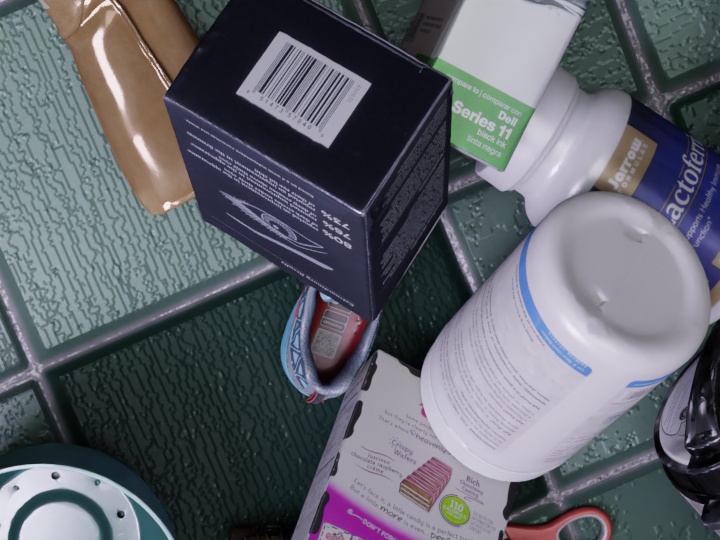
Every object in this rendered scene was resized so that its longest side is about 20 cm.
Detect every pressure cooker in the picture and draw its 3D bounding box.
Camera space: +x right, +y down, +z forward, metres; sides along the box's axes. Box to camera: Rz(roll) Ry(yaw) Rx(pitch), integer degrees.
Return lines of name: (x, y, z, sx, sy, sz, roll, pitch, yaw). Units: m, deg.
pressure cooker: (0.308, 0.118, 1.207, 0.178, 0.176, 0.200, -41, 109, 8)

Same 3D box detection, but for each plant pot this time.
plant pot: (-0.214, 0.212, 1.185, 0.198, 0.161, 0.203, -1, 99, -5)

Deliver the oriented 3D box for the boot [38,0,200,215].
boot: (-0.122, -0.166, 1.173, 0.174, 0.066, 0.201, -28, 113, 4)

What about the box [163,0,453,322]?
box: (-0.028, -0.073, 1.084, 0.147, 0.200, 0.105, 31, 74, 11)

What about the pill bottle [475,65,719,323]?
pill bottle: (0.188, -0.056, 1.205, 0.199, 0.116, 0.116, 31, 95, -9)

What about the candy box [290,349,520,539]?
candy box: (0.030, 0.176, 1.200, 0.135, 0.061, 0.201, 28, 57, -9)

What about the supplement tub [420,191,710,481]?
supplement tub: (0.135, 0.048, 1.157, 0.130, 0.200, 0.133, 12, 58, -20)

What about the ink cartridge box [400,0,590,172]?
ink cartridge box: (0.096, -0.181, 1.162, 0.082, 0.147, 0.202, 26, 97, -11)

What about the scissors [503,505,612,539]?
scissors: (0.100, 0.208, 1.289, 0.197, 0.014, 0.074, 6, 100, -8)

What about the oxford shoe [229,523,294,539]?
oxford shoe: (-0.056, 0.216, 1.248, 0.199, 0.073, 0.085, -31, 96, -1)

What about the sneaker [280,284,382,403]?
sneaker: (0.000, 0.000, 1.206, 0.078, 0.096, 0.202, 12, 98, -9)
